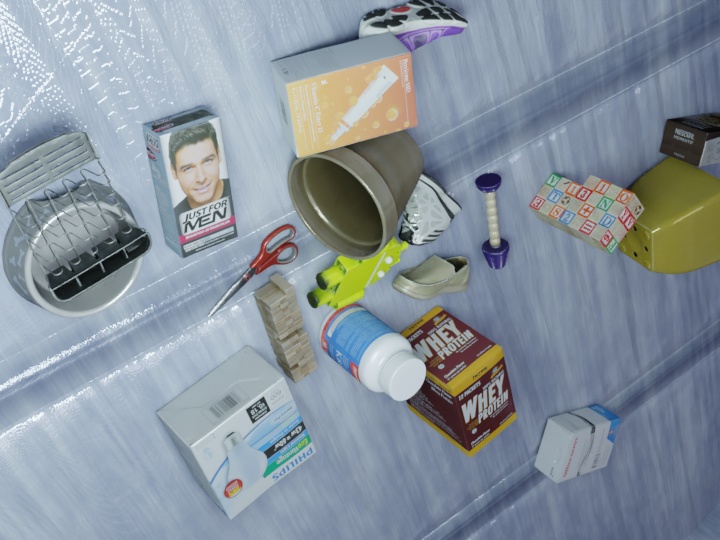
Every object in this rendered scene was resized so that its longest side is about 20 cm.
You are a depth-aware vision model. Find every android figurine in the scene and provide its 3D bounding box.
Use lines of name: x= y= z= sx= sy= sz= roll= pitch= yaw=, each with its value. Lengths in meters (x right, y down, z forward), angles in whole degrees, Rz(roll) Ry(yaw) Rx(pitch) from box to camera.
android figurine: x=0.000 y=0.000 z=1.685 sx=0.199 sy=0.041 sz=0.182 roll=-25 pitch=158 yaw=-34

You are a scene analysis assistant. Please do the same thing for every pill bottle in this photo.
pill bottle: x=0.023 y=0.147 z=1.717 sx=0.112 sy=0.200 sz=0.113 roll=-19 pitch=125 yaw=-31

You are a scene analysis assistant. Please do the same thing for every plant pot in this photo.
plant pot: x=0.009 y=-0.148 z=1.567 sx=0.174 sy=0.199 sz=0.201 roll=-46 pitch=137 yaw=-33
plant pot: x=0.688 y=-0.106 z=2.160 sx=0.199 sy=0.196 sz=0.195 roll=-26 pitch=129 yaw=-16

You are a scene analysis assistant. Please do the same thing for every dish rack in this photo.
dish rack: x=-0.380 y=-0.076 z=1.270 sx=0.153 sy=0.054 sz=0.201 roll=-35 pitch=131 yaw=-22

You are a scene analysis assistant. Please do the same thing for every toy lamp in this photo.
toy lamp: x=0.259 y=-0.091 z=1.888 sx=0.058 sy=0.058 sz=0.201 roll=-31 pitch=128 yaw=-23

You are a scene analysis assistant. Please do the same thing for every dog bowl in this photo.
dog bowl: x=-0.398 y=-0.024 z=1.364 sx=0.199 sy=0.059 sz=0.202 roll=-19 pitch=124 yaw=-31

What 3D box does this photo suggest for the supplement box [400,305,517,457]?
supplement box: x=0.183 y=0.216 z=1.894 sx=0.132 sy=0.197 sz=0.201 roll=-35 pitch=131 yaw=-20

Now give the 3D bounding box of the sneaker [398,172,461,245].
sneaker: x=0.100 y=-0.108 z=1.727 sx=0.116 sy=0.075 sz=0.200 roll=-57 pitch=138 yaw=-2

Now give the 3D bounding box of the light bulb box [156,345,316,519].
light bulb box: x=-0.208 y=0.277 z=1.648 sx=0.198 sy=0.125 sz=0.201 roll=-36 pitch=131 yaw=-20

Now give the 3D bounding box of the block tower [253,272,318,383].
block tower: x=-0.128 y=0.102 z=1.660 sx=0.058 sy=0.054 sz=0.201 roll=-33 pitch=134 yaw=-23

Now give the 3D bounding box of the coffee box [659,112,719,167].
coffee box: x=0.788 y=-0.298 z=2.181 sx=0.199 sy=0.113 sz=0.081 roll=-13 pitch=121 yaw=-36

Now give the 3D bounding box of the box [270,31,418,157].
box: x=-0.024 y=-0.270 z=1.476 sx=0.198 sy=0.098 sz=0.125 roll=-17 pitch=126 yaw=-11

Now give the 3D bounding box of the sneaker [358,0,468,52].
sneaker: x=0.082 y=-0.387 z=1.572 sx=0.198 sy=0.081 sz=0.084 roll=-16 pitch=137 yaw=-23

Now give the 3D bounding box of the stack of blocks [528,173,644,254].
stack of blocks: x=0.449 y=-0.127 z=1.925 sx=0.116 sy=0.200 sz=0.059 roll=-53 pitch=133 yaw=-3

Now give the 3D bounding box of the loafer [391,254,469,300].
loafer: x=0.136 y=0.008 z=1.831 sx=0.199 sy=0.075 sz=0.069 roll=-9 pitch=118 yaw=-48

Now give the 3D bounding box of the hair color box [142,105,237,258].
hair color box: x=-0.250 y=-0.130 z=1.428 sx=0.098 sy=0.061 sz=0.202 roll=-24 pitch=127 yaw=-28

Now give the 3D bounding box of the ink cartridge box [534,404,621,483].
ink cartridge box: x=0.541 y=0.429 z=2.400 sx=0.199 sy=0.084 sz=0.146 roll=-6 pitch=117 yaw=-39

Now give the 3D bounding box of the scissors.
scissors: x=-0.183 y=-0.003 z=1.593 sx=0.199 sy=0.014 sz=0.074 roll=-35 pitch=134 yaw=-19
